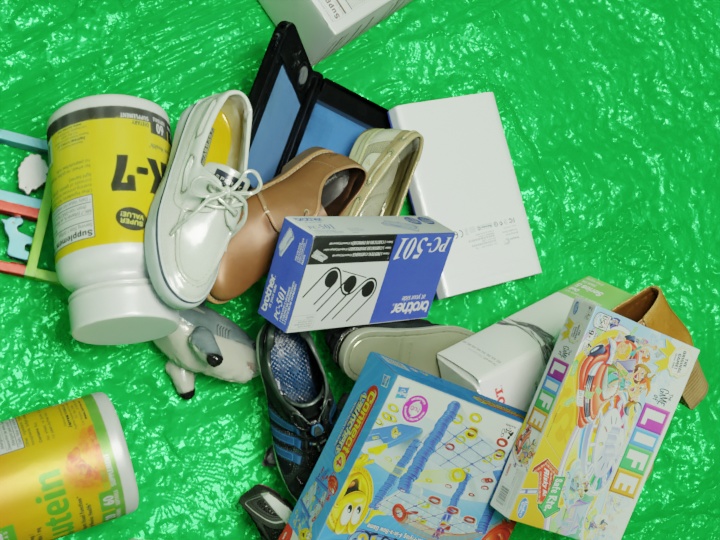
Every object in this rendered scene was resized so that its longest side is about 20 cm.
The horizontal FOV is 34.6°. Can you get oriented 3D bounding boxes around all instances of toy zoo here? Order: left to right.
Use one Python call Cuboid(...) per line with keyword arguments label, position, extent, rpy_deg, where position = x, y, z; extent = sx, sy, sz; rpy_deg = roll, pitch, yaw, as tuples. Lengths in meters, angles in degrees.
Cuboid(label="toy zoo", position=(-0.351, -0.069, 1.075), extent=(0.197, 0.020, 0.133), rpy_deg=(13, 77, -16))

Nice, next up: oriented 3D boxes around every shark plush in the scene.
Cuboid(label="shark plush", position=(-0.176, 0.036, 1.114), extent=(0.200, 0.091, 0.083), rpy_deg=(42, 50, 14))

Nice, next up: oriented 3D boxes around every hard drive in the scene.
Cuboid(label="hard drive", position=(0.111, -0.081, 1.218), extent=(0.130, 0.025, 0.203), rpy_deg=(-12, 85, -31))

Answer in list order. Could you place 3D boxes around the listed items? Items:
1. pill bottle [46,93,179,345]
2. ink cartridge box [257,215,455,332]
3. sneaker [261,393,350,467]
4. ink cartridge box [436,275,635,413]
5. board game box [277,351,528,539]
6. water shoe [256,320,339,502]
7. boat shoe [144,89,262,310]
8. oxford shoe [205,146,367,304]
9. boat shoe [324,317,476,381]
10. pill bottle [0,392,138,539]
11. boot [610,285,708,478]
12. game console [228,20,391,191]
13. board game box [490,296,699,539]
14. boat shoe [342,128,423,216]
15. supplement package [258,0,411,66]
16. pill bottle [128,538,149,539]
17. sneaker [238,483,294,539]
Cuboid(label="pill bottle", position=(-0.217, -0.043, 1.030), extent=(0.113, 0.114, 0.203), rpy_deg=(-3, 73, -19))
Cuboid(label="ink cartridge box", position=(0.000, 0.000, 1.074), extent=(0.199, 0.044, 0.095), rpy_deg=(-3, 117, -48))
Cuboid(label="sneaker", position=(0.011, 0.198, 1.134), extent=(0.199, 0.060, 0.105), rpy_deg=(35, 73, -6))
Cuboid(label="ink cartridge box", position=(0.187, 0.117, 1.162), extent=(0.198, 0.084, 0.147), rpy_deg=(-24, 116, -21))
Cuboid(label="board game box", position=(0.054, 0.199, 1.039), extent=(0.198, 0.056, 0.198), rpy_deg=(23, 97, -30))
Cuboid(label="water shoe", position=(-0.053, 0.139, 1.061), extent=(0.071, 0.079, 0.203), rpy_deg=(-20, 85, -8))
Cuboid(label="boat shoe", position=(-0.123, -0.068, 0.989), extent=(0.074, 0.086, 0.204), rpy_deg=(31, 55, -34))
Cuboid(label="oxford shoe", position=(-0.070, -0.043, 1.056), extent=(0.200, 0.071, 0.072), rpy_deg=(-47, 130, -25))
Cuboid(label="boat shoe", position=(0.048, 0.081, 1.157), extent=(0.197, 0.066, 0.076), rpy_deg=(2, 106, -36))
Cuboid(label="pill bottle", position=(-0.302, 0.187, 1.000), extent=(0.198, 0.111, 0.113), rpy_deg=(-16, 86, -20))
Cuboid(label="boot", position=(0.243, 0.123, 1.111), extent=(0.201, 0.071, 0.144), rpy_deg=(-46, 118, -12))
Cuboid(label="game console", position=(-0.045, -0.110, 1.138), extent=(0.115, 0.176, 0.202), rpy_deg=(15, 74, 14))
Cuboid(label="board game box", position=(0.213, 0.141, 1.042), extent=(0.133, 0.034, 0.202), rpy_deg=(20, 93, -28))
Cuboid(label="boat shoe", position=(0.009, -0.047, 1.144), extent=(0.073, 0.063, 0.203), rpy_deg=(35, 68, -43))
Cuboid(label="supplement package", position=(0.002, -0.316, 1.187), extent=(0.199, 0.109, 0.114), rpy_deg=(-36, 93, -21))
Cuboid(label="pill bottle", position=(-0.170, 0.346, 1.016), extent=(0.113, 0.114, 0.203), rpy_deg=(13, 77, -16))
Cuboid(label="sneaker", position=(-0.060, 0.299, 1.083), extent=(0.086, 0.080, 0.201), rpy_deg=(-35, 87, -10))
